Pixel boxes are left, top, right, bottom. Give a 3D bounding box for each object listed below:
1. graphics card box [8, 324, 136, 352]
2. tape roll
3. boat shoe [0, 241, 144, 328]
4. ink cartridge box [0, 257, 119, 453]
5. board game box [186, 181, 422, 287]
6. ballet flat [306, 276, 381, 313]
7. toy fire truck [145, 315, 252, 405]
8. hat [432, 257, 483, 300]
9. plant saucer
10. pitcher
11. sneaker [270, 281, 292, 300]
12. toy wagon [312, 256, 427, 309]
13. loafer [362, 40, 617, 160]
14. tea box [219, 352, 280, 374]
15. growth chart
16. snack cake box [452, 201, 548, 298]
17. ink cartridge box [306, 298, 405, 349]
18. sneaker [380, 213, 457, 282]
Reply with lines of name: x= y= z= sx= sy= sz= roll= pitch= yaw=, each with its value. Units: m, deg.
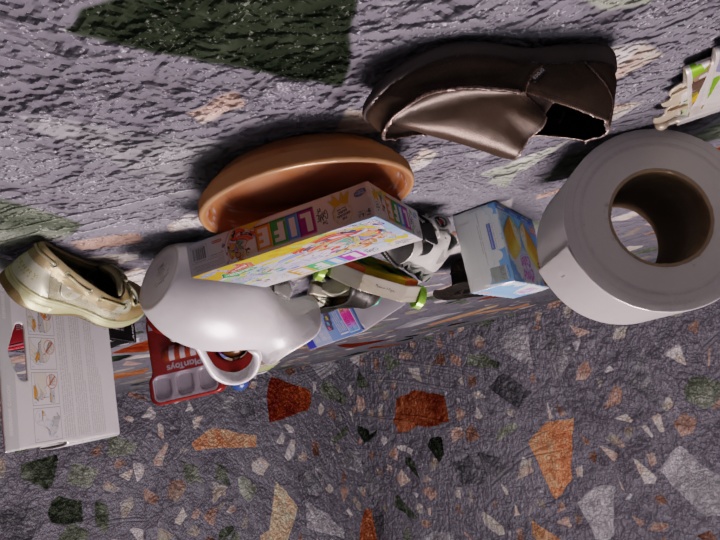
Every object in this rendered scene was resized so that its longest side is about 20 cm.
graphics card box: x=-0.454 y=0.097 z=0.929 sx=0.125 sy=0.051 sz=0.200 roll=-13 pitch=167 yaw=1
tape roll: x=0.319 y=-0.043 z=0.682 sx=0.202 sy=0.203 sz=0.139 roll=-12 pitch=169 yaw=1
boat shoe: x=-0.300 y=0.015 z=0.664 sx=0.063 sy=0.073 sz=0.201 roll=-45 pitch=158 yaw=5
ink cartridge box: x=-0.348 y=0.096 z=0.657 sx=0.043 sy=0.200 sz=0.174 roll=-14 pitch=168 yaw=13
board game box: x=-0.052 y=-0.029 z=0.598 sx=0.200 sy=0.034 sz=0.134 roll=-17 pitch=168 yaw=22
ballet flat: x=-0.046 y=0.033 z=1.002 sx=0.068 sy=0.068 sz=0.200 roll=19 pitch=162 yaw=-34
toy fire truck: x=-0.242 y=0.116 z=0.943 sx=0.200 sy=0.168 sz=0.112 roll=-12 pitch=169 yaw=-2
hat: x=0.237 y=0.006 z=1.144 sx=0.200 sy=0.081 sz=0.201 roll=-3 pitch=167 yaw=-1
plant saucer: x=-0.051 y=-0.076 z=0.549 sx=0.200 sy=0.038 sz=0.200 roll=-11 pitch=168 yaw=-2
pitcher: x=-0.174 y=0.063 z=0.727 sx=0.200 sy=0.121 sz=0.172 roll=30 pitch=109 yaw=-39
sneaker: x=-0.169 y=0.030 z=0.835 sx=0.082 sy=0.075 sz=0.200 roll=-20 pitch=166 yaw=41
toy wagon: x=0.000 y=0.000 z=0.828 sx=0.155 sy=0.040 sz=0.200 roll=17 pitch=-171 yaw=-19
loafer: x=0.102 y=-0.117 z=0.423 sx=0.200 sy=0.071 sz=0.073 roll=-10 pitch=168 yaw=-10
tea box: x=-0.273 y=0.140 z=1.116 sx=0.200 sy=0.134 sz=0.197 roll=-8 pitch=169 yaw=-20
growth chart: x=0.342 y=-0.178 z=0.515 sx=0.144 sy=0.018 sz=0.200 roll=-14 pitch=168 yaw=11
snack cake box: x=0.215 y=-0.023 z=0.883 sx=0.067 sy=0.115 sz=0.200 roll=-19 pitch=167 yaw=28
ink cartridge box: x=-0.032 y=0.083 z=1.149 sx=0.136 sy=0.076 sz=0.200 roll=-28 pitch=-179 yaw=-44
sneaker: x=0.068 y=-0.048 z=0.756 sx=0.089 sy=0.074 sz=0.200 roll=-43 pitch=156 yaw=13
